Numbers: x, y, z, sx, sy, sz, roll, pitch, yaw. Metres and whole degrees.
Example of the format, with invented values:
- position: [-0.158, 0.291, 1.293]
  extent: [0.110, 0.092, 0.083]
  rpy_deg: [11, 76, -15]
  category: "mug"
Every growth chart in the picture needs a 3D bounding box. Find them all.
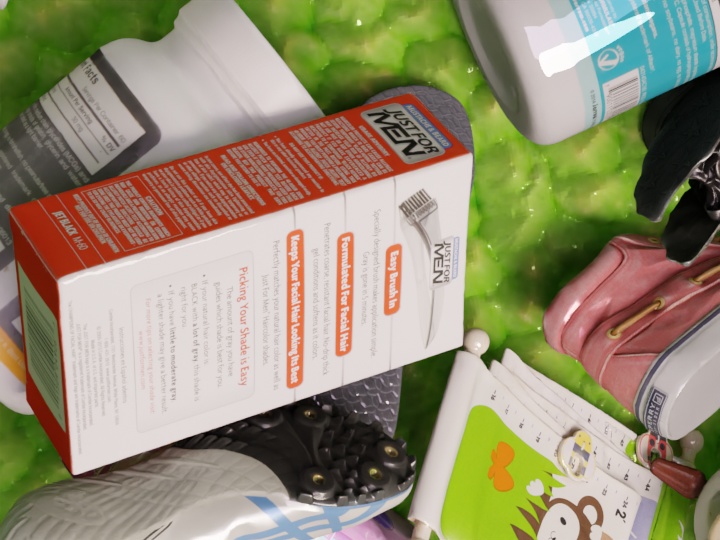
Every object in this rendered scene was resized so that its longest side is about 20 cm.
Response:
- position: [0.099, 0.118, 1.205]
  extent: [0.199, 0.018, 0.146]
  rpy_deg: [28, 62, -38]
  category: "growth chart"

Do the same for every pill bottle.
- position: [0.150, -0.148, 1.164]
  extent: [0.199, 0.111, 0.111]
  rpy_deg: [-25, 109, -6]
  category: "pill bottle"
- position: [-0.115, -0.035, 1.127]
  extent: [0.200, 0.116, 0.117]
  rpy_deg: [-39, 109, -1]
  category: "pill bottle"

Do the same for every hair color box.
- position: [-0.051, 0.004, 1.073]
  extent: [0.199, 0.064, 0.111]
  rpy_deg: [-16, 131, -22]
  category: "hair color box"

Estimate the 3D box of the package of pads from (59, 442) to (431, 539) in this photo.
- position: [-0.045, 0.126, 1.184]
  extent: [0.200, 0.120, 0.076]
  rpy_deg: [35, 89, -19]
  category: "package of pads"

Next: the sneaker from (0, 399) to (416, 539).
- position: [-0.070, 0.113, 1.082]
  extent: [0.199, 0.072, 0.073]
  rpy_deg: [-14, 136, -20]
  category: "sneaker"

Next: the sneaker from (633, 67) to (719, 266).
- position: [0.213, -0.086, 1.197]
  extent: [0.199, 0.104, 0.060]
  rpy_deg: [-36, 111, -2]
  category: "sneaker"

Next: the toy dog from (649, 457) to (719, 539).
- position: [0.229, 0.086, 1.240]
  extent: [0.096, 0.132, 0.200]
  rpy_deg: [43, 63, 15]
  category: "toy dog"

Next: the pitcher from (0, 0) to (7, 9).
- position: [-0.165, -0.178, 1.088]
  extent: [0.200, 0.121, 0.172]
  rpy_deg: [-45, 125, -10]
  category: "pitcher"

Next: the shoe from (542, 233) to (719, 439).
- position: [0.185, 0.004, 1.233]
  extent: [0.200, 0.091, 0.072]
  rpy_deg: [-33, 145, -32]
  category: "shoe"

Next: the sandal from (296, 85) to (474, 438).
- position: [-0.001, 0.000, 1.178]
  extent: [0.076, 0.043, 0.201]
  rpy_deg: [23, 73, -15]
  category: "sandal"
